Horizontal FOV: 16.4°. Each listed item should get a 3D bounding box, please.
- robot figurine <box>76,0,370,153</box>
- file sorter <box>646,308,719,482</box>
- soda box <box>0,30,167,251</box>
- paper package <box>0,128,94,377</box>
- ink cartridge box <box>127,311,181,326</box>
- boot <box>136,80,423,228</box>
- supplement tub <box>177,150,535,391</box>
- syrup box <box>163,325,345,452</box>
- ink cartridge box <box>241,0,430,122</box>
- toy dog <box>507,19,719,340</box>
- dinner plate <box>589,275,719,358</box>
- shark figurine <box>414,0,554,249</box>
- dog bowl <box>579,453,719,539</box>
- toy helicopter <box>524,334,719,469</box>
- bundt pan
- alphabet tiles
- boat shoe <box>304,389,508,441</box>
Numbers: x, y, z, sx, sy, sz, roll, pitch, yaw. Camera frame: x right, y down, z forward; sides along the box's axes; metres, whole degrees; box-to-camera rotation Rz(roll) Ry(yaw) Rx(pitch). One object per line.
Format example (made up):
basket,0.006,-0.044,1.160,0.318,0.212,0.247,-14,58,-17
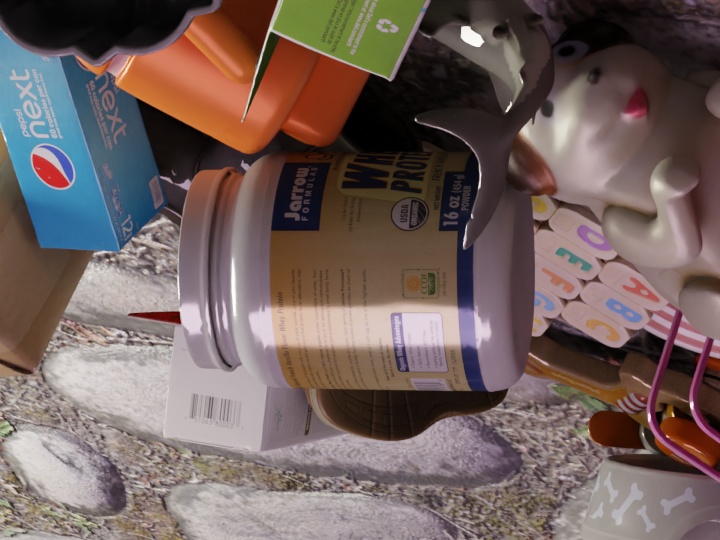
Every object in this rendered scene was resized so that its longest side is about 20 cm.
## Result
robot figurine,-0.092,-0.147,1.489,0.199,0.144,0.117,27,128,-9
file sorter,0.289,0.057,1.517,0.139,0.126,0.200,33,149,-20
soda box,-0.190,-0.114,1.593,0.068,0.064,0.201,3,123,30
paper package,-0.272,-0.032,1.721,0.190,0.201,0.103,-6,141,42
ink cartridge box,-0.029,0.022,1.687,0.199,0.044,0.173,8,-176,40
boot,-0.080,-0.087,1.631,0.181,0.073,0.200,30,153,-22
supplement tub,0.000,0.000,1.505,0.199,0.145,0.145,0,147,10
syrup box,-0.055,0.076,1.760,0.078,0.082,0.200,8,-176,24
ink cartridge box,0.007,-0.172,1.346,0.075,0.148,0.200,21,152,-2
toy dog,0.179,-0.061,1.445,0.200,0.140,0.194,36,175,-14
dinner plate,0.236,-0.002,1.605,0.199,0.024,0.200,16,152,9
shark figurine,0.075,-0.105,1.372,0.128,0.215,0.090,-13,130,-8
dog bowl,0.255,0.167,1.754,0.199,0.059,0.200,4,180,0
toy helicopter,0.190,0.087,1.761,0.199,0.079,0.132,22,162,23
bundt pan,-0.139,-0.216,1.363,0.201,0.076,0.203,3,102,15
alphabet tiles,0.105,-0.013,1.653,0.195,0.015,0.200,30,156,-2
boat shoe,0.024,0.077,1.759,0.063,0.074,0.200,2,-172,41
